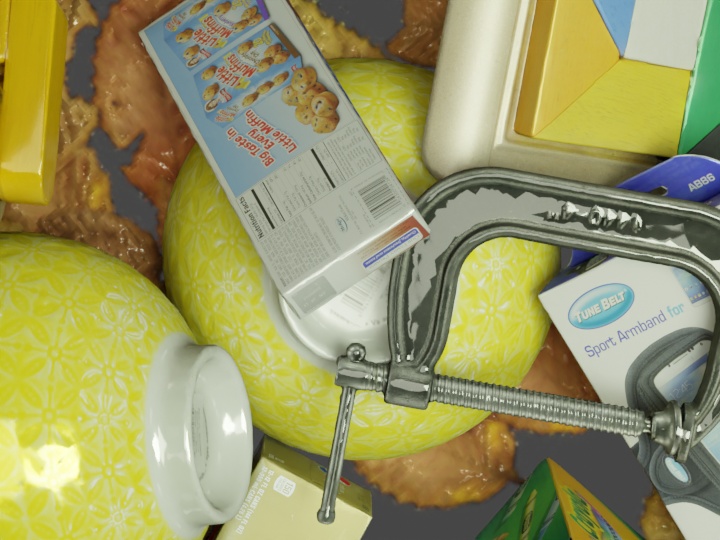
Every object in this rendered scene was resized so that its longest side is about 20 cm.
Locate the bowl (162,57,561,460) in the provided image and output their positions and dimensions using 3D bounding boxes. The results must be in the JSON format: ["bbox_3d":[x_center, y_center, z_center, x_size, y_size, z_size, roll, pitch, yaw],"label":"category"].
[{"bbox_3d":[0.000,0.000,1.366,0.199,0.108,0.201,0,96,0],"label":"bowl"}]

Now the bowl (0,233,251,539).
[{"bbox_3d":[-0.113,0.077,1.309,0.107,0.200,0.201,-5,96,18],"label":"bowl"}]

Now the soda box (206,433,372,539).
[{"bbox_3d":[-0.068,0.186,1.405,0.064,0.068,0.201,28,95,-4],"label":"soda box"}]

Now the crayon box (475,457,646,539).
[{"bbox_3d":[0.118,0.163,1.336,0.119,0.200,0.058,40,96,-4],"label":"crayon box"}]

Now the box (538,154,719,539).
[{"bbox_3d":[0.173,0.047,1.338,0.119,0.041,0.200,-28,100,31],"label":"box"}]

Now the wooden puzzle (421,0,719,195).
[{"bbox_3d":[0.135,-0.119,1.353,0.199,0.037,0.186,7,97,-28],"label":"wooden puzzle"}]

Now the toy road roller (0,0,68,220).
[{"bbox_3d":[-0.194,-0.113,1.324,0.122,0.146,0.201,4,81,2],"label":"toy road roller"}]

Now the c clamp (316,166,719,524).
[{"bbox_3d":[0.085,0.039,1.304,0.199,0.027,0.172,4,101,2],"label":"c clamp"}]

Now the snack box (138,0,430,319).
[{"bbox_3d":[-0.039,-0.066,1.331,0.072,0.200,0.024,-34,138,4],"label":"snack box"}]
